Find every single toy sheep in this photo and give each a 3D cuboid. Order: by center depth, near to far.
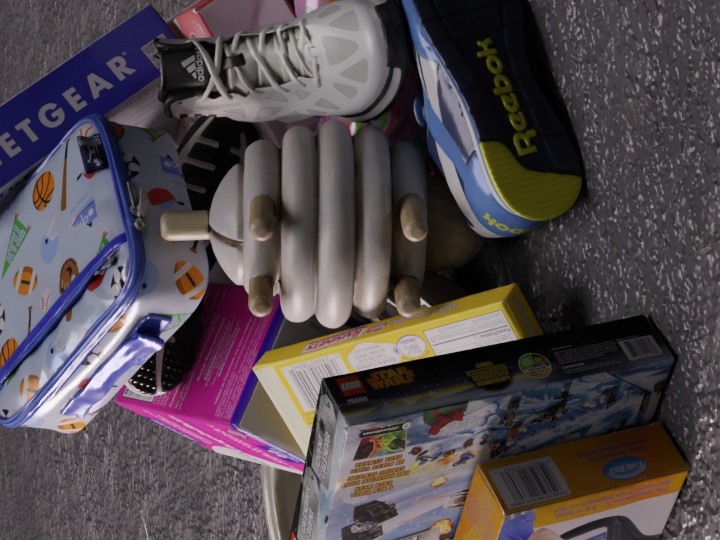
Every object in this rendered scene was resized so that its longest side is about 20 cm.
[{"bbox_3d":[-0.022,-0.027,1.249,0.138,0.198,0.139,-176,90,-86],"label":"toy sheep"}]

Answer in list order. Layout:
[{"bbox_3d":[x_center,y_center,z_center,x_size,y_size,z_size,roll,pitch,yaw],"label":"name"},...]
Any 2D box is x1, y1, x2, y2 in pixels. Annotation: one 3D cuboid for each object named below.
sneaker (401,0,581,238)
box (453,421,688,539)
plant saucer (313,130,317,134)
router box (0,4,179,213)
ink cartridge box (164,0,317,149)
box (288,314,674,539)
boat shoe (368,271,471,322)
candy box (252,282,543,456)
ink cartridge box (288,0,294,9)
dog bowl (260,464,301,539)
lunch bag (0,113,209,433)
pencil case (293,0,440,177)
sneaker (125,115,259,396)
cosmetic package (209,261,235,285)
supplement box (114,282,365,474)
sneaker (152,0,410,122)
[{"bbox_3d":[0.064,-0.110,1.219,0.082,0.073,0.202,128,129,-64],"label":"sneaker"},{"bbox_3d":[0.104,0.176,1.175,0.201,0.118,0.042,101,148,-42],"label":"box"},{"bbox_3d":[-0.039,-0.083,1.535,0.200,0.027,0.202,170,90,-67],"label":"plant saucer"},{"bbox_3d":[-0.217,-0.079,1.449,0.049,0.200,0.180,49,161,8],"label":"router box"},{"bbox_3d":[-0.096,-0.139,1.478,0.117,0.067,0.200,58,159,-10],"label":"ink cartridge box"},{"bbox_3d":[0.065,0.100,1.133,0.138,0.198,0.040,102,149,-41],"label":"box"},{"bbox_3d":[0.000,0.000,1.355,0.200,0.067,0.057,42,118,27],"label":"boat shoe"},{"bbox_3d":[0.034,0.075,1.253,0.199,0.026,0.103,-16,115,37],"label":"candy box"},{"bbox_3d":[-0.069,-0.248,1.487,0.200,0.066,0.117,174,86,-67],"label":"ink cartridge box"},{"bbox_3d":[-0.004,0.179,1.497,0.200,0.073,0.202,171,90,-68],"label":"dog bowl"},{"bbox_3d":[-0.178,0.005,1.332,0.200,0.075,0.161,-46,46,36],"label":"lunch bag"},{"bbox_3d":[0.001,-0.144,1.348,0.087,0.087,0.202,155,104,-67],"label":"pencil case"},{"bbox_3d":[-0.132,-0.020,1.392,0.080,0.073,0.201,20,85,51],"label":"sneaker"},{"bbox_3d":[-0.099,-0.028,1.478,0.199,0.082,0.051,10,121,40],"label":"cosmetic package"},{"bbox_3d":[-0.072,0.073,1.415,0.199,0.101,0.104,6,70,61],"label":"supplement box"},{"bbox_3d":[-0.058,-0.119,1.256,0.200,0.114,0.076,-10,90,60],"label":"sneaker"}]
